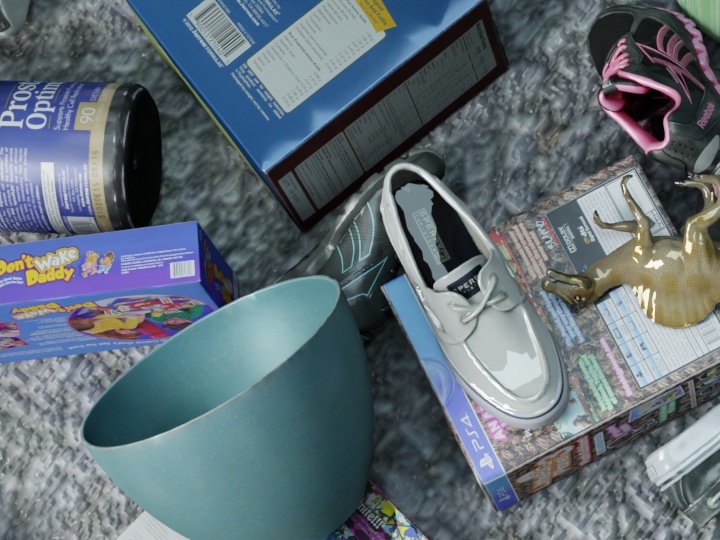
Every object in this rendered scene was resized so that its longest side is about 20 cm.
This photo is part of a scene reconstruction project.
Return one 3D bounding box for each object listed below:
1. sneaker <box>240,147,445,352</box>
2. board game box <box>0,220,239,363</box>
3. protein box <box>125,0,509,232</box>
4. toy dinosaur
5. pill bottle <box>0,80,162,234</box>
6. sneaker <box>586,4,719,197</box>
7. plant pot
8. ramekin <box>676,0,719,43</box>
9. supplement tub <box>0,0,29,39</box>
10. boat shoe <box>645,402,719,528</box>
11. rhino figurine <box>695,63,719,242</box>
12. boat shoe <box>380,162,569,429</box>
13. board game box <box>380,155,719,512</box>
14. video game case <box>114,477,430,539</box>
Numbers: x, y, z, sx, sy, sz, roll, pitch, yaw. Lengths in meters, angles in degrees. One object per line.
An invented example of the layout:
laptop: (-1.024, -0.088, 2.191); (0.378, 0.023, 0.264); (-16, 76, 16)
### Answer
sneaker: (0.000, 0.000, 1.727); (0.079, 0.075, 0.200); (42, 92, 8)
board game box: (-0.196, 0.018, 1.714); (0.198, 0.135, 0.045); (-7, 71, 7)
protein box: (-0.034, -0.180, 1.745); (0.200, 0.135, 0.199); (-38, 70, -3)
toy dinosaur: (0.223, -0.012, 1.598); (0.198, 0.058, 0.102); (1, 88, 17)
pill bottle: (-0.253, -0.084, 1.767); (0.198, 0.112, 0.113); (2, 73, 10)
sneaker: (0.199, -0.130, 1.680); (0.079, 0.095, 0.200); (-65, 34, 25)
plant pot: (-0.068, 0.114, 1.612); (0.199, 0.200, 0.135); (-31, 106, 0)
ramekin: (0.307, -0.245, 1.706); (0.198, 0.098, 0.201); (-2, 59, 4)
supplement tub: (-0.360, -0.224, 1.824); (0.198, 0.123, 0.123); (-7, 72, 8)
boat shoe: (0.290, 0.101, 1.645); (0.200, 0.072, 0.071); (-37, 85, 3)
rhino figurine: (0.274, -0.086, 1.703); (0.087, 0.060, 0.201); (-10, 68, 15)
boat shoe: (0.074, 0.013, 1.600); (0.072, 0.066, 0.201); (-27, 70, 1)
board game box: (0.141, 0.045, 1.665); (0.199, 0.097, 0.160); (-27, 70, 1)
video game case: (-0.056, 0.210, 1.681); (0.181, 0.036, 0.200); (-45, 71, -5)
